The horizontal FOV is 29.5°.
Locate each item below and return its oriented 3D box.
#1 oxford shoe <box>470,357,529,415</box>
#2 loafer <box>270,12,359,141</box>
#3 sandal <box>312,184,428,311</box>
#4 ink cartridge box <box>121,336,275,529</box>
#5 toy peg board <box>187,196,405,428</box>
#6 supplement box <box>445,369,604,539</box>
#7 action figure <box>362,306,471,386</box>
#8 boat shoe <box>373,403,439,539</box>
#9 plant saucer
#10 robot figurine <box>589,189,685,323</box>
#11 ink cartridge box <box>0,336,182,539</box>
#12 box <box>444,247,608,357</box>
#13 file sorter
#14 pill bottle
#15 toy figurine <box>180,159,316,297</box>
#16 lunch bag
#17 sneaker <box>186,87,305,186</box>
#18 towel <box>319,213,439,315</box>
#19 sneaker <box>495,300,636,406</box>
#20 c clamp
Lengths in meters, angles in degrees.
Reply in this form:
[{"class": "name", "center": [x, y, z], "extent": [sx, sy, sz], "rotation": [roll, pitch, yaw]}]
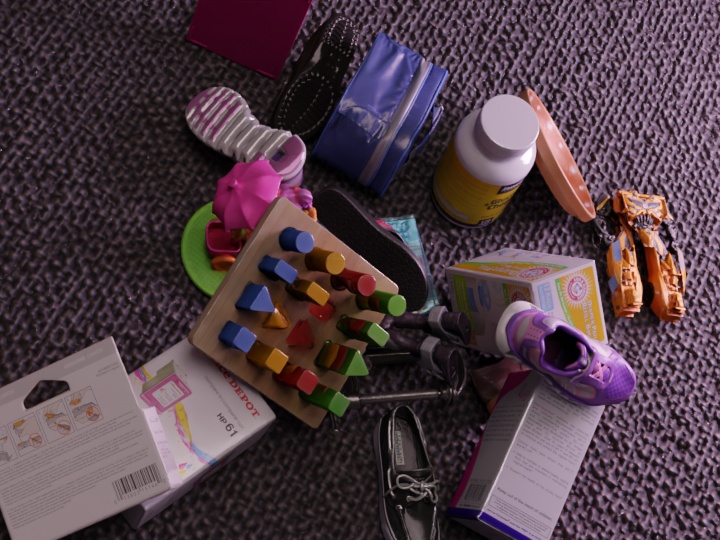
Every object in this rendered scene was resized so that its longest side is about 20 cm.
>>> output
[{"class": "oxford shoe", "center": [0.232, 0.113, 1.800], "extent": [0.199, 0.071, 0.073], "rotation": [-29, 73, -28]}, {"class": "loafer", "center": [-0.066, -0.258, 1.878], "extent": [0.073, 0.071, 0.202], "rotation": [36, 72, -22]}, {"class": "sandal", "center": [0.021, -0.034, 1.773], "extent": [0.200, 0.075, 0.045], "rotation": [48, 29, 2]}, {"class": "ink cartridge box", "center": [-0.220, 0.179, 1.597], "extent": [0.199, 0.085, 0.145], "rotation": [-33, 79, -31]}, {"class": "toy peg board", "center": [-0.057, 0.054, 1.575], "extent": [0.198, 0.097, 0.201], "rotation": [37, 77, -27]}, {"class": "supplement box", "center": [0.202, 0.232, 1.678], "extent": [0.103, 0.101, 0.202], "rotation": [29, 75, -14]}, {"class": "action figure", "center": [0.035, 0.073, 1.703], "extent": [0.198, 0.070, 0.131], "rotation": [16, 61, 26]}, {"class": "boat shoe", "center": [0.064, 0.263, 1.667], "extent": [0.072, 0.068, 0.202], "rotation": [3, 64, -18]}, {"class": "plant saucer", "center": [0.267, -0.157, 1.897], "extent": [0.032, 0.200, 0.202], "rotation": [-27, 72, 17]}, {"class": "robot figurine", "center": [0.400, -0.028, 1.934], "extent": [0.143, 0.058, 0.203], "rotation": [6, 64, -18]}, {"class": "ink cartridge box", "center": [-0.316, 0.192, 1.501], "extent": [0.198, 0.045, 0.178], "rotation": [-24, 84, 11]}, {"class": "box", "center": [0.208, 0.043, 1.733], "extent": [0.100, 0.199, 0.114], "rotation": [-18, 104, -26]}, {"class": "file sorter", "center": [-0.132, -0.387, 1.837], "extent": [0.137, 0.200, 0.127], "rotation": [22, 57, -8]}, {"class": "pill bottle", "center": [0.169, -0.147, 1.823], "extent": [0.110, 0.200, 0.114], "rotation": [5, 65, -11]}, {"class": "toy figurine", "center": [-0.115, -0.062, 1.680], "extent": [0.197, 0.184, 0.152], "rotation": [0, 66, -13]}, {"class": "lunch bag", "center": [0.036, -0.211, 1.848], "extent": [0.131, 0.136, 0.201], "rotation": [30, 58, -4]}, {"class": "sneaker", "center": [-0.148, -0.162, 1.789], "extent": [0.199, 0.089, 0.081], "rotation": [36, 75, 25]}, {"class": "towel", "center": [0.000, 0.000, 1.799], "extent": [0.197, 0.022, 0.149], "rotation": [-5, 67, -22]}, {"class": "sneaker", "center": [0.253, 0.107, 1.601], "extent": [0.199, 0.088, 0.081], "rotation": [29, 83, -25]}, {"class": "c clamp", "center": [0.043, 0.144, 1.695], "extent": [0.197, 0.027, 0.171], "rotation": [-7, 31, -12]}]
